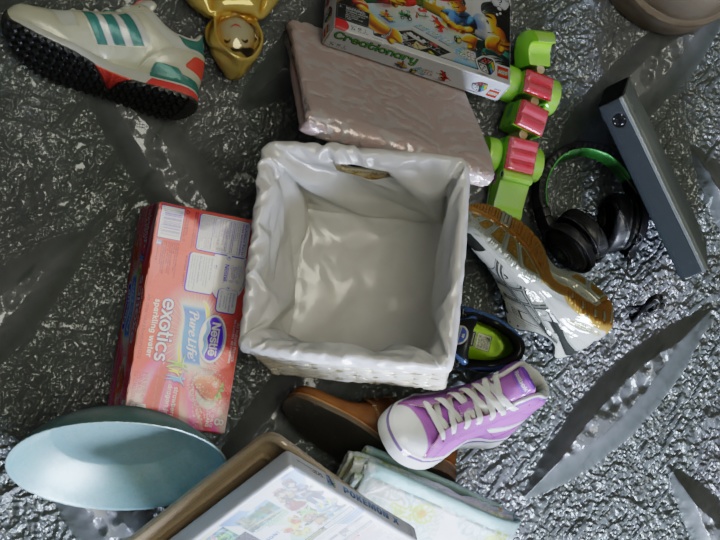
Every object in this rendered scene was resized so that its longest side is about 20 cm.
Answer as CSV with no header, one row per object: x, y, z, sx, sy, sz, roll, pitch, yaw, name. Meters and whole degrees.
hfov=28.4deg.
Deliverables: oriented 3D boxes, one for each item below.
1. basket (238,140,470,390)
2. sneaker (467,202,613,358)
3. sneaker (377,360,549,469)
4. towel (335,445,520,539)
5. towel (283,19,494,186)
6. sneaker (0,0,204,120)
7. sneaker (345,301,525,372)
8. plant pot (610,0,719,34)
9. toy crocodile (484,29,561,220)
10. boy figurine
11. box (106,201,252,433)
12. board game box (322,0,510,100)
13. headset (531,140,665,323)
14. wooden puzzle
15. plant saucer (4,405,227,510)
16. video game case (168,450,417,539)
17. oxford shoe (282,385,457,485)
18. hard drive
0.000,0.000,1.335,0.195,0.161,0.203,5,78,5,basket
0.165,0.018,1.474,0.200,0.088,0.076,41,37,-8,sneaker
0.108,0.130,1.400,0.199,0.114,0.073,-9,64,-48,sneaker
0.040,0.282,1.418,0.198,0.048,0.173,25,101,-16,towel
0.023,-0.163,1.389,0.197,0.192,0.032,14,124,-20,towel
-0.238,-0.219,1.349,0.197,0.070,0.095,20,64,-17,sneaker
0.077,0.057,1.437,0.197,0.089,0.080,10,85,-15,sneaker
0.371,-0.369,1.517,0.197,0.173,0.203,1,87,-21,plant pot
0.170,-0.152,1.493,0.067,0.062,0.203,16,83,-19,toy crocodile
-0.127,-0.289,1.386,0.123,0.064,0.203,6,83,-23,boy figurine
-0.168,0.045,1.343,0.101,0.094,0.203,10,85,-19,box
0.060,-0.259,1.446,0.197,0.035,0.128,15,59,-20,board game box
0.260,-0.042,1.507,0.122,0.094,0.203,-19,84,-19,headset
-0.095,0.237,1.320,0.199,0.037,0.185,-35,130,17,wooden puzzle
-0.218,0.162,1.284,0.198,0.201,0.039,9,58,-20,plant saucer
-0.077,0.260,1.306,0.199,0.022,0.182,-38,130,20,video game case
0.011,0.155,1.431,0.198,0.071,0.072,26,54,-22,oxford shoe
0.312,-0.100,1.512,0.033,0.140,0.202,-24,98,18,hard drive
